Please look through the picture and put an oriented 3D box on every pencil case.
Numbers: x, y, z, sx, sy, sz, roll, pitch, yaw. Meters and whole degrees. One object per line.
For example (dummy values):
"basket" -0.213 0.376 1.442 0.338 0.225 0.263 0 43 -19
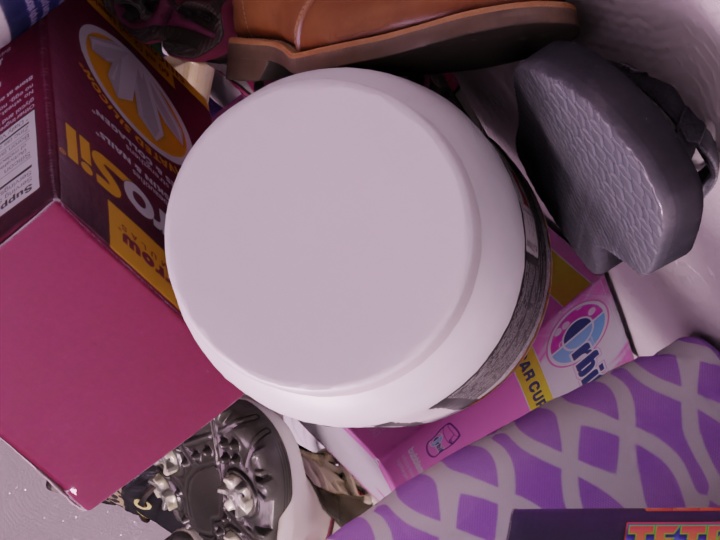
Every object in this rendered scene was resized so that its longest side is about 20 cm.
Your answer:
"pencil case" 0.061 0.099 1.048 0.084 0.199 0.086 59 166 19

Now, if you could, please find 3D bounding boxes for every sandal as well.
"sandal" 0.083 -0.041 0.935 0.076 0.043 0.200 59 178 -1

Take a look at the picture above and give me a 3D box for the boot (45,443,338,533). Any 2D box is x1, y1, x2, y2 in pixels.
"boot" -0.051 0.085 1.318 0.153 0.074 0.204 25 158 -10

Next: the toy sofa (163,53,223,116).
"toy sofa" -0.147 -0.133 1.472 0.200 0.097 0.083 46 143 28

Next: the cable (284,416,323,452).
"cable" 0.024 0.107 1.536 0.200 0.069 0.200 49 168 17

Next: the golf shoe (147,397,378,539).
"golf shoe" -0.037 0.094 1.209 0.077 0.088 0.200 52 161 20

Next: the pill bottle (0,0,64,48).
"pill bottle" -0.139 -0.146 1.046 0.120 0.200 0.120 48 169 13

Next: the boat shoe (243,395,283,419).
"boat shoe" -0.101 0.039 1.400 0.200 0.092 0.075 68 -164 -57

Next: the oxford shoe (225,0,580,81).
"oxford shoe" 0.006 -0.099 0.984 0.200 0.071 0.072 8 98 60

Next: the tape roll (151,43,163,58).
"tape roll" -0.126 -0.109 1.276 0.200 0.048 0.202 171 90 -79

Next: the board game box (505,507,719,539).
"board game box" 0.149 0.154 0.985 0.164 0.057 0.200 -1 143 20

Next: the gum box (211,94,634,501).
"gum box" 0.000 0.000 1.173 0.200 0.113 0.066 43 167 36

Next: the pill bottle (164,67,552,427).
"pill bottle" 0.001 -0.006 0.962 0.116 0.116 0.200 50 -176 7

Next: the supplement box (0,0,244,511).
"supplement box" -0.112 -0.023 1.085 0.110 0.086 0.200 44 -162 -31

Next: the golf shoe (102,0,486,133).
"golf shoe" -0.010 -0.078 1.127 0.200 0.073 0.092 43 -164 25
